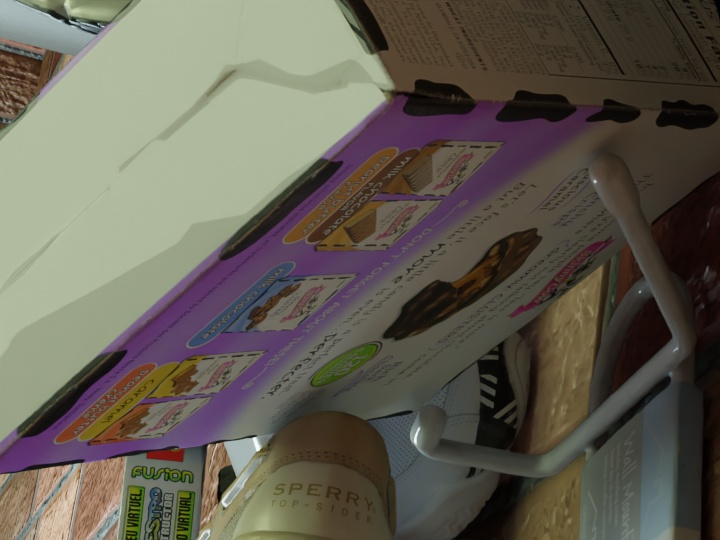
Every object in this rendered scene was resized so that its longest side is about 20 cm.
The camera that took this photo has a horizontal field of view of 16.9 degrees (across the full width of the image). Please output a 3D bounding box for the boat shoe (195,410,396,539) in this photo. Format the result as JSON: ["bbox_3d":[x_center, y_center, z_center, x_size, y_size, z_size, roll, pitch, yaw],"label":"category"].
[{"bbox_3d":[-0.020,0.099,0.768,0.200,0.071,0.065,121,160,-66],"label":"boat shoe"}]

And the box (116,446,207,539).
[{"bbox_3d":[-0.093,0.149,1.078,0.200,0.035,0.110,104,171,-65],"label":"box"}]

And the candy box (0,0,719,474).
[{"bbox_3d":[-0.002,-0.023,0.669,0.168,0.200,0.072,-40,69,30],"label":"candy box"}]

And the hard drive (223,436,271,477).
[{"bbox_3d":[-0.025,0.082,0.884,0.132,0.025,0.200,-146,35,-75],"label":"hard drive"}]

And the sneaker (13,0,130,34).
[{"bbox_3d":[-0.043,-0.109,0.770,0.077,0.200,0.080,7,-91,-60],"label":"sneaker"}]

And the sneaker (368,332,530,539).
[{"bbox_3d":[0.000,0.000,0.884,0.075,0.115,0.200,-31,43,49],"label":"sneaker"}]

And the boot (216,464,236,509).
[{"bbox_3d":[-0.038,0.163,1.031,0.200,0.070,0.132,108,168,-68],"label":"boot"}]

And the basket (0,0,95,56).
[{"bbox_3d":[-0.101,-0.149,1.032,0.180,0.200,0.136,32,-105,-88],"label":"basket"}]

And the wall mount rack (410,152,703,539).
[{"bbox_3d":[0.062,0.069,0.674,0.174,0.074,0.200,125,154,-55],"label":"wall mount rack"}]

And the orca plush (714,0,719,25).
[{"bbox_3d":[0.085,-0.085,0.576,0.105,0.071,0.200,-143,46,-62],"label":"orca plush"}]
